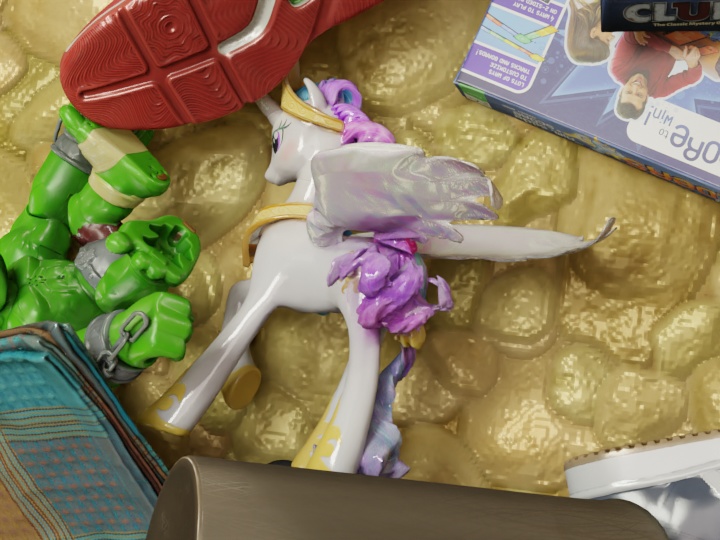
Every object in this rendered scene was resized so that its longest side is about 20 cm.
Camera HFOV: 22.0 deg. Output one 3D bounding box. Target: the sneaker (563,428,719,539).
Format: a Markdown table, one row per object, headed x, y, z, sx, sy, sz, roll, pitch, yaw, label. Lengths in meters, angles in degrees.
| x | y | z | sx | sy | sz | roll | pitch | yaw | label |
| --- | --- | --- | --- | --- | --- | --- | --- | --- | --- |
| 0.200 | 0.125 | 0.858 | 0.200 | 0.070 | 0.109 | -11 | 76 | 17 | sneaker |

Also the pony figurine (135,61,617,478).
| x | y | z | sx | sy | sz | roll | pitch | yaw | label |
| --- | --- | --- | --- | --- | --- | --- | --- | --- | --- |
| 0.000 | 0.000 | 0.880 | 0.193 | 0.167 | 0.200 | 13 | 83 | 32 | pony figurine |

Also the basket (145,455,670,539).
| x | y | z | sx | sy | sz | roll | pitch | yaw | label |
| --- | --- | --- | --- | --- | --- | --- | --- | --- | --- |
| 0.010 | 0.151 | 0.800 | 0.200 | 0.180 | 0.136 | 12 | 71 | -17 | basket |

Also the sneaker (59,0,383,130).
| x | y | z | sx | sy | sz | roll | pitch | yaw | label |
| --- | --- | --- | --- | --- | --- | --- | --- | --- | --- |
| -0.061 | -0.146 | 0.933 | 0.200 | 0.116 | 0.078 | -25 | 120 | -1 | sneaker |

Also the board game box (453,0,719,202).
| x | y | z | sx | sy | sz | roll | pitch | yaw | label |
| --- | --- | --- | --- | --- | --- | --- | --- | --- | --- |
| 0.164 | -0.113 | 0.913 | 0.200 | 0.034 | 0.135 | 25 | 88 | 14 | board game box |

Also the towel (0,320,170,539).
| x | y | z | sx | sy | sz | roll | pitch | yaw | label |
| --- | --- | --- | --- | --- | --- | --- | --- | --- | --- |
| -0.184 | 0.095 | 0.890 | 0.200 | 0.022 | 0.147 | -11 | 125 | 31 | towel |

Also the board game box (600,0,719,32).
| x | y | z | sx | sy | sz | roll | pitch | yaw | label |
| --- | --- | --- | --- | --- | --- | --- | --- | --- | --- |
| 0.214 | -0.179 | 0.880 | 0.200 | 0.035 | 0.136 | 0 | 65 | 4 | board game box |

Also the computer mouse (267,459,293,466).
| x | y | z | sx | sy | sz | roll | pitch | yaw | label |
| --- | --- | --- | --- | --- | --- | --- | --- | --- | --- |
| -0.037 | 0.194 | 0.923 | 0.059 | 0.034 | 0.200 | 3 | 91 | 26 | computer mouse |

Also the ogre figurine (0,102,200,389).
| x | y | z | sx | sy | sz | roll | pitch | yaw | label |
| --- | --- | --- | --- | --- | --- | --- | --- | --- | --- |
| -0.137 | 0.003 | 0.912 | 0.120 | 0.098 | 0.200 | -49 | 55 | 22 | ogre figurine |
